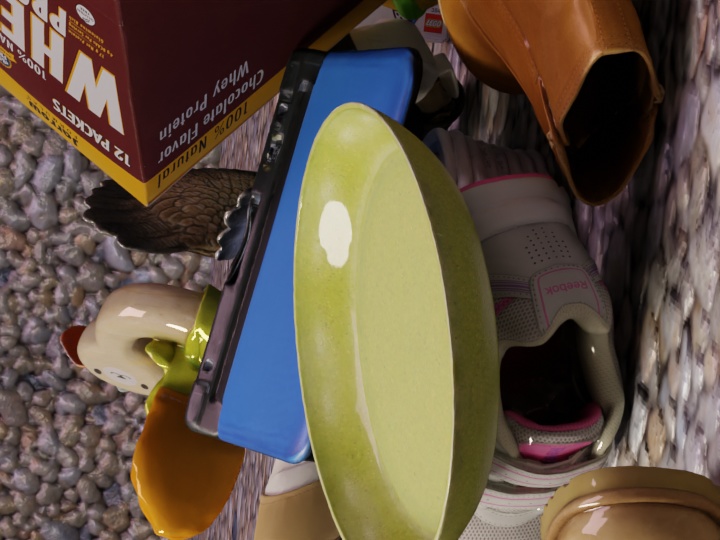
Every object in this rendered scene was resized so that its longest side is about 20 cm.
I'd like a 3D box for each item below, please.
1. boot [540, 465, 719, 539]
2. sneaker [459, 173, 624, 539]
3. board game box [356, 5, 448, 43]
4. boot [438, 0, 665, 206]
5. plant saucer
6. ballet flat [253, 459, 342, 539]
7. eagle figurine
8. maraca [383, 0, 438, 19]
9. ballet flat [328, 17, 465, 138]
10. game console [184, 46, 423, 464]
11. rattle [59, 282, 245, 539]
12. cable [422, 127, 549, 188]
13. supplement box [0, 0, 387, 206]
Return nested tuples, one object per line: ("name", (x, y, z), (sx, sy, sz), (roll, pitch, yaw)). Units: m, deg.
("boot", (0.096, 0.188, 0.781), (0.175, 0.066, 0.200), (85, -176, -56))
("sneaker", (0.064, 0.063, 0.992), (0.088, 0.081, 0.200), (-117, 20, -51))
("board game box", (-0.049, -0.175, 1.499), (0.126, 0.200, 0.035), (-135, 53, -79))
("boot", (0.082, -0.086, 1.012), (0.201, 0.071, 0.144), (87, 171, -62))
("plant saucer", (0.016, 0.030, 0.970), (0.200, 0.031, 0.200), (175, 90, -72))
("ballet flat", (-0.015, 0.104, 1.300), (0.063, 0.069, 0.200), (67, -153, -8))
("eagle figurine", (-0.032, -0.017, 1.328), (0.152, 0.200, 0.151), (-40, 35, 13))
("maraca", (0.028, -0.227, 1.321), (0.200, 0.107, 0.137), (-80, -14, -45))
("ballet flat", (0.013, -0.107, 1.311), (0.068, 0.068, 0.200), (61, -167, 10))
("game console", (0.000, 0.000, 1.165), (0.171, 0.118, 0.200), (22, -96, -56))
("rattle", (-0.119, 0.087, 1.304), (0.200, 0.130, 0.143), (-7, 70, 45))
("cable", (0.052, 0.034, 1.143), (0.200, 0.069, 0.200), (-96, 14, -60))
("supplement box", (-0.087, -0.180, 1.141), (0.197, 0.133, 0.200), (-42, -22, -21))
